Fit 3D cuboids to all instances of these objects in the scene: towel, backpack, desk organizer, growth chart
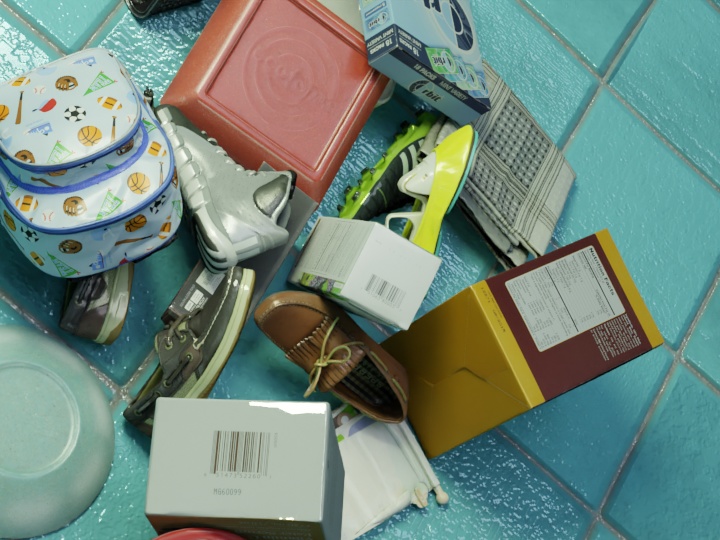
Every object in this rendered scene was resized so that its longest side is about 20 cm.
[{"bbox_3d":[0.161,-0.119,1.786,0.193,0.034,0.200,50,45,-19],"label":"towel"},{"bbox_3d":[-0.252,-0.094,1.435,0.199,0.154,0.191,-28,62,-12],"label":"backpack"},{"bbox_3d":[-0.128,-0.003,1.572,0.072,0.077,0.200,37,56,-11],"label":"desk organizer"},{"bbox_3d":[-0.013,0.201,1.589,0.199,0.018,0.145,-20,80,-35],"label":"growth chart"}]

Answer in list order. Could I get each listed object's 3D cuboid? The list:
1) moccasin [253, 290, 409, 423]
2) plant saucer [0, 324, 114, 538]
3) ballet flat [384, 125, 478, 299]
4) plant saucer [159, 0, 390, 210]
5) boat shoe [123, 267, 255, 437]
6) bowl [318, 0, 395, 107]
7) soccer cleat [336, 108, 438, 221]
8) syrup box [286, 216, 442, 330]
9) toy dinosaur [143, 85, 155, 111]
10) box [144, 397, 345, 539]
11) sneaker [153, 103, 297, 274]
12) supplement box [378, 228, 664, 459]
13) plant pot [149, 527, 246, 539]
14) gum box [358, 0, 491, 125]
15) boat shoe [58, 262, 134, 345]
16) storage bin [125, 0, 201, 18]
[{"bbox_3d":[-0.026,0.089,1.555,0.201,0.074,0.078,45,17,-35],"label":"moccasin"},{"bbox_3d":[-0.310,0.138,1.426,0.200,0.039,0.202,12,63,-26],"label":"plant saucer"},{"bbox_3d":[0.064,-0.063,1.673,0.067,0.067,0.201,16,101,-12],"label":"ballet flat"},{"bbox_3d":[-0.075,-0.195,1.628,0.199,0.037,0.201,35,71,-18],"label":"plant saucer"},{"bbox_3d":[-0.158,0.077,1.449,0.065,0.201,0.073,25,22,-10],"label":"boat shoe"},{"bbox_3d":[-0.054,-0.272,1.734,0.199,0.075,0.201,18,62,-22],"label":"bowl"},{"bbox_3d":[0.046,-0.097,1.725,0.081,0.067,0.200,47,52,-9],"label":"soccer cleat"},{"bbox_3d":[0.000,0.000,1.567,0.079,0.200,0.082,29,84,-17],"label":"syrup box"},{"bbox_3d":[-0.189,-0.135,1.614,0.088,0.047,0.201,15,66,-32],"label":"toy dinosaur"},{"bbox_3d":[-0.096,0.197,1.401,0.151,0.200,0.107,1,65,5],"label":"box"},{"bbox_3d":[-0.124,-0.090,1.537,0.115,0.075,0.201,-17,60,-15],"label":"sneaker"},{"bbox_3d":[0.162,0.077,1.636,0.199,0.197,0.133,-21,81,-35],"label":"supplement box"},{"bbox_3d":[-0.162,0.333,1.341,0.200,0.182,0.201,11,65,-26],"label":"plant pot"},{"bbox_3d":[0.062,-0.278,1.718,0.170,0.044,0.201,27,45,-46],"label":"gum box"},{"bbox_3d":[-0.251,-0.031,1.513,0.065,0.073,0.201,14,62,-30],"label":"boat shoe"},{"bbox_3d":[-0.185,-0.365,1.616,0.094,0.200,0.136,-24,82,-36],"label":"storage bin"}]
